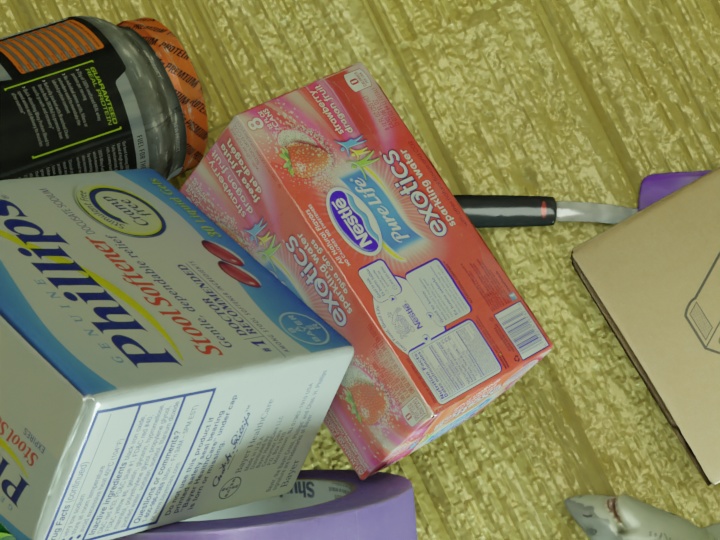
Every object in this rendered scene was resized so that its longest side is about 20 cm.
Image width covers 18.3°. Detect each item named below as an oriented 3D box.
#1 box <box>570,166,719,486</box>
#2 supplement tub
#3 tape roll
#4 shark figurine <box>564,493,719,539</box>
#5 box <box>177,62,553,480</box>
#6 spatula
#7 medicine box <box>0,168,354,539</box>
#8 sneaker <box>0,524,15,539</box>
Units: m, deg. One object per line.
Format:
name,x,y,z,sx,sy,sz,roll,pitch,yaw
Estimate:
box,0.251,0.011,1.345,0.199,0.021,0.164,-29,76,-8
supplement tub,-0.196,-0.074,1.293,0.199,0.122,0.123,-21,82,-29
tape roll,-0.066,0.168,1.239,0.198,0.200,0.086,-5,92,-4
shark figurine,0.208,0.220,1.305,0.127,0.215,0.090,5,123,-28
box,0.000,0.000,1.256,0.102,0.095,0.201,-27,78,-38
spatula,0.135,-0.036,1.378,0.198,0.021,0.057,2,81,-2
medicine box,-0.140,0.041,1.184,0.182,0.199,0.103,40,119,29
sneaker,-0.264,0.174,1.292,0.199,0.084,0.075,-14,83,-5
